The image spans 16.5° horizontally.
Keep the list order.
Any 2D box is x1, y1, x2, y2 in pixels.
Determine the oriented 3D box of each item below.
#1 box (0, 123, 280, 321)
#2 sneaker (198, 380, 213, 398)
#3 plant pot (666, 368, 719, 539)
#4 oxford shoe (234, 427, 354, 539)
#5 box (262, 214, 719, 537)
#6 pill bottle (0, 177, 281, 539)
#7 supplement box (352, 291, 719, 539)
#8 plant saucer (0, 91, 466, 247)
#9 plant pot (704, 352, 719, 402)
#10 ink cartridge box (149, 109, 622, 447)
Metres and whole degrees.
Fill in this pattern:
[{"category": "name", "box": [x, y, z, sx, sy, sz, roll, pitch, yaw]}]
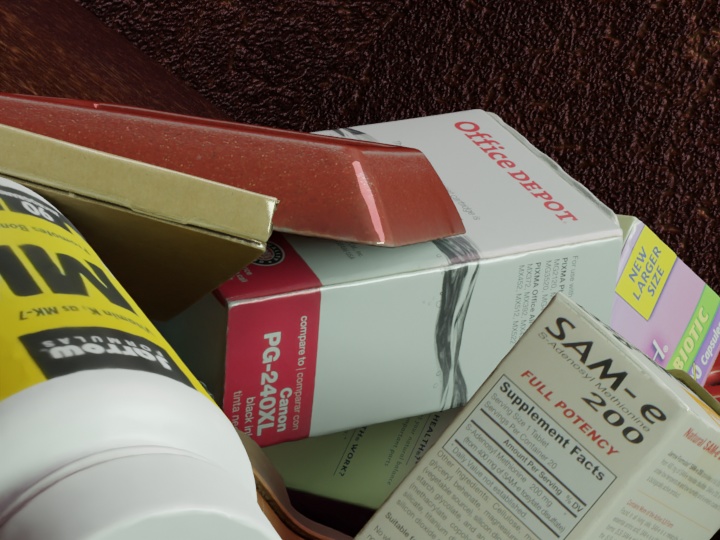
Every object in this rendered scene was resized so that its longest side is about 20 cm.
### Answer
[{"category": "box", "box": [-0.145, -0.026, 0.896, 0.199, 0.021, 0.163, 15, -14, -14]}, {"category": "sneaker", "box": [-0.149, 0.039, 0.976, 0.090, 0.070, 0.200, 14, -11, 42]}, {"category": "plant pot", "box": [0.148, 0.201, 1.087, 0.177, 0.200, 0.200, 50, -2, -30]}, {"category": "oxford shoe", "box": [-0.033, 0.138, 1.009, 0.200, 0.071, 0.072, 44, 34, -46]}, {"category": "box", "box": [0.059, 0.063, 1.268, 0.199, 0.177, 0.097, 7, -25, 48]}, {"category": "pill bottle", "box": [-0.100, 0.060, 0.754, 0.114, 0.114, 0.200, 37, 5, -39]}, {"category": "supplement box", "box": [0.055, 0.117, 0.954, 0.073, 0.200, 0.126, 42, 4, 26]}, {"category": "plant saucer", "box": [-0.065, -0.044, 1.008, 0.199, 0.037, 0.200, 8, 4, 10]}, {"category": "plant pot", "box": [0.205, 0.160, 1.278, 0.200, 0.201, 0.183, 39, 13, -14]}, {"category": "ink cartridge box", "box": [0.000, 0.000, 1.145, 0.199, 0.084, 0.145, -9, 31, -24]}]
